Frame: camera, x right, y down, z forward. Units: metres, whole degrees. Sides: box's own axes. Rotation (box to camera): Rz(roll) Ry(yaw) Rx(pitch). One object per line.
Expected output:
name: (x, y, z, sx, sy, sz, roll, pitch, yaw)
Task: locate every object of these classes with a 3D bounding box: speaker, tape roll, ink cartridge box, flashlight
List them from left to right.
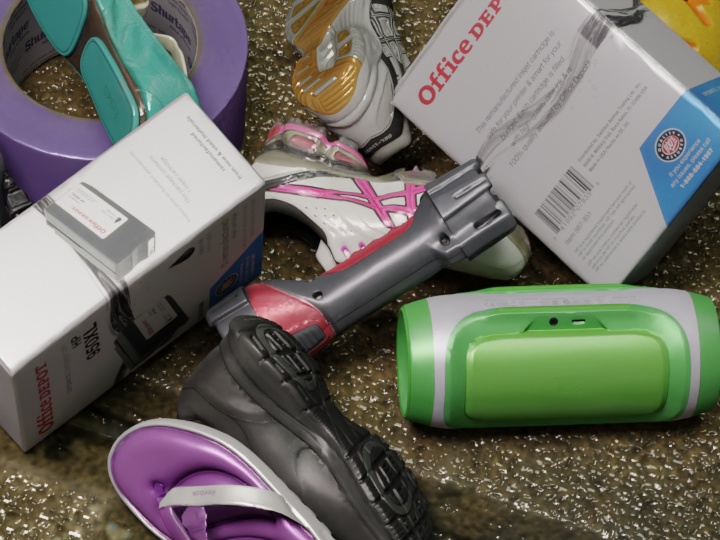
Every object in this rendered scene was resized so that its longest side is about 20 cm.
tape roll: (-0.175, -0.128, 1.853, 0.198, 0.085, 0.201, 2, 54, -3)
ink cartridge box: (-0.160, 0.004, 1.703, 0.200, 0.145, 0.084, -37, 73, -17)
flashlight: (0.000, 0.000, 1.745, 0.199, 0.068, 0.068, -33, 86, 1)
speaker: (0.125, 0.055, 1.743, 0.198, 0.089, 0.089, -1, 54, -5)
ink cartridge box: (0.143, -0.105, 1.793, 0.200, 0.145, 0.084, 43, 27, 12)

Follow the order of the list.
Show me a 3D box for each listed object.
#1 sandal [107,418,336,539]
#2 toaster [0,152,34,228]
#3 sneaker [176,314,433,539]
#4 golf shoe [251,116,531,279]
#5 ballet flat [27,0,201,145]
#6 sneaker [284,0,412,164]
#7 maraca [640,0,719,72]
sandal: (-0.074, 0.157, 1.653, 0.202, 0.083, 0.050, 33, 20, 17)
toaster: (-0.317, -0.063, 1.781, 0.129, 0.114, 0.200, -35, 66, -21)
sneaker: (-0.033, 0.125, 1.694, 0.200, 0.091, 0.076, 51, 20, 9)
golf shoe: (0.014, -0.026, 1.808, 0.199, 0.073, 0.093, 20, 69, 17)
ballet flat: (-0.160, -0.152, 1.790, 0.070, 0.068, 0.201, -5, 51, -38)
sneaker: (0.000, -0.144, 1.894, 0.075, 0.088, 0.201, -32, 29, 25)
maraca: (0.201, -0.170, 1.889, 0.136, 0.107, 0.201, 15, 62, 25)
